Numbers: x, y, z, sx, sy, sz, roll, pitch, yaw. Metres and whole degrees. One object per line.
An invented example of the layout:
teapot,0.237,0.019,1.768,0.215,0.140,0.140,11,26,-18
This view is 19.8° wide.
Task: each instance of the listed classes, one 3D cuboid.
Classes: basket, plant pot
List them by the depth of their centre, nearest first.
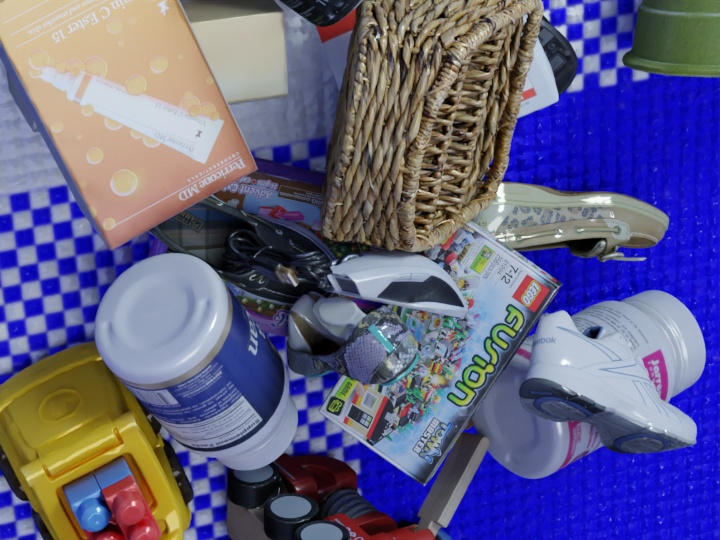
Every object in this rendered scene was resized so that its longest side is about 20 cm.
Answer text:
basket,0.056,-0.112,1.577,0.148,0.143,0.201,10,123,-5
plant pot,0.308,-0.266,1.669,0.199,0.200,0.191,-8,104,-18

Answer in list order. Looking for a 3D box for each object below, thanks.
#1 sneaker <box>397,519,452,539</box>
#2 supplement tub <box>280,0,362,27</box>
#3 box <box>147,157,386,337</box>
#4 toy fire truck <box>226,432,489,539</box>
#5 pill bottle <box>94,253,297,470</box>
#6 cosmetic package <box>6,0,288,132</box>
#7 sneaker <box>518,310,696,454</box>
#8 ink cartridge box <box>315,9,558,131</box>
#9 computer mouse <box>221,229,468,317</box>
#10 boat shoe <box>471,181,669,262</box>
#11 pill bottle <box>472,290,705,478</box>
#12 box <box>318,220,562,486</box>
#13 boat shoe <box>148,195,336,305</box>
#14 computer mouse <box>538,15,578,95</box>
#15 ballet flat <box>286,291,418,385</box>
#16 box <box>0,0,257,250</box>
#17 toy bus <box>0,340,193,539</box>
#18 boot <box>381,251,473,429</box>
sneaker,0.006,0.311,1.882,0.083,0.071,0.200,33,94,-26
supplement tub,-0.071,-0.281,1.519,0.200,0.123,0.123,35,99,-18
box,-0.070,-0.018,1.706,0.199,0.039,0.137,11,110,-26
toy fire truck,0.002,0.204,1.771,0.199,0.176,0.129,-14,119,-30
pill bottle,-0.123,0.081,1.651,0.111,0.111,0.200,-36,143,-2
cosmetic package,-0.163,-0.166,1.561,0.199,0.105,0.071,-10,116,-18
sneaker,0.212,0.095,1.689,0.200,0.074,0.088,29,59,-40
ink cartridge box,0.048,-0.190,1.634,0.162,0.050,0.200,-21,126,14
computer mouse,0.000,0.000,1.606,0.199,0.109,0.044,11,89,-36
boat shoe,0.174,-0.032,1.763,0.199,0.073,0.063,5,75,-24
pill bottle,0.200,0.093,1.795,0.199,0.113,0.114,-24,123,-36
box,0.065,0.063,1.694,0.110,0.035,0.200,34,98,7
boat shoe,-0.096,-0.017,1.639,0.199,0.057,0.069,26,102,-29
computer mouse,0.113,-0.231,1.666,0.200,0.046,0.140,33,116,-22
ballet flat,-0.020,0.047,1.633,0.072,0.200,0.072,-1,92,-25
box,-0.176,-0.138,1.454,0.124,0.097,0.201,-30,118,-8
toy bus,-0.200,0.187,1.665,0.135,0.192,0.201,-28,123,-9
boot,0.079,0.036,1.785,0.144,0.071,0.202,14,102,-39
